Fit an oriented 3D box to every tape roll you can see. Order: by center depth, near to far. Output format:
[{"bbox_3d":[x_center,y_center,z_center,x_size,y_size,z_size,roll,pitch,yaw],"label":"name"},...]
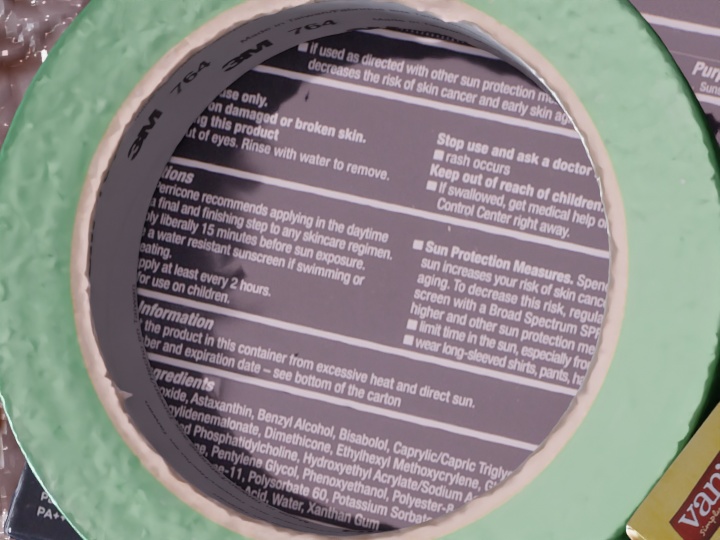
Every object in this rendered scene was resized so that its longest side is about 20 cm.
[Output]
[{"bbox_3d":[0.000,0.000,0.691,0.200,0.048,0.201,-1,86,12],"label":"tape roll"}]

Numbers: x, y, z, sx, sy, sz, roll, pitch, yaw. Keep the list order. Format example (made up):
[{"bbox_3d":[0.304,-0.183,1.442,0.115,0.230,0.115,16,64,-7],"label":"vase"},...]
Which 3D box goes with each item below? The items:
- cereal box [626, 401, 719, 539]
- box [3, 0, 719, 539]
[{"bbox_3d":[0.174,0.041,0.695,0.040,0.200,0.144,45,106,39],"label":"cereal box"},{"bbox_3d":[0.025,0.004,0.771,0.199,0.123,0.199,13,90,12],"label":"box"}]
